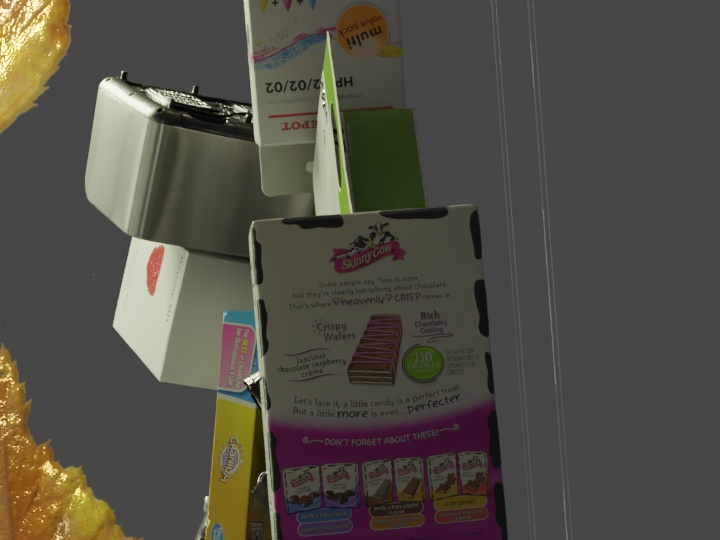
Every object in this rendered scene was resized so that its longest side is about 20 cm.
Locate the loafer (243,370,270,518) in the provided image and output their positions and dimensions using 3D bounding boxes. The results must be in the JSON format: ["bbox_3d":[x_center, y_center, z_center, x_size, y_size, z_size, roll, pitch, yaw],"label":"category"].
[{"bbox_3d":[-0.041,0.156,1.138,0.073,0.071,0.201,121,139,-76],"label":"loafer"}]

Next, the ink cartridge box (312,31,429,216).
[{"bbox_3d":[0.012,-0.050,1.130,0.200,0.075,0.149,100,165,-63],"label":"ink cartridge box"}]

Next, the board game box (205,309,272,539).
[{"bbox_3d":[-0.067,0.143,1.363,0.153,0.040,0.202,19,-108,-61],"label":"board game box"}]

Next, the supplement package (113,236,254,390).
[{"bbox_3d":[-0.142,0.029,1.503,0.200,0.119,0.122,-150,73,-66],"label":"supplement package"}]

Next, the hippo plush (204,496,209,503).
[{"bbox_3d":[-0.030,0.228,1.638,0.162,0.159,0.200,-63,27,6],"label":"hippo plush"}]

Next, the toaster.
[{"bbox_3d":[-0.127,-0.089,1.417,0.200,0.180,0.120,32,112,61],"label":"toaster"}]

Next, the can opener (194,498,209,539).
[{"bbox_3d":[-0.098,0.192,1.425,0.079,0.063,0.201,104,-175,-58],"label":"can opener"}]

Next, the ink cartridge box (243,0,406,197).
[{"bbox_3d":[-0.026,-0.157,1.226,0.068,0.114,0.202,-128,34,-80],"label":"ink cartridge box"}]

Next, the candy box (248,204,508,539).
[{"bbox_3d":[0.008,0.068,0.956,0.061,0.135,0.202,142,124,-82],"label":"candy box"}]
